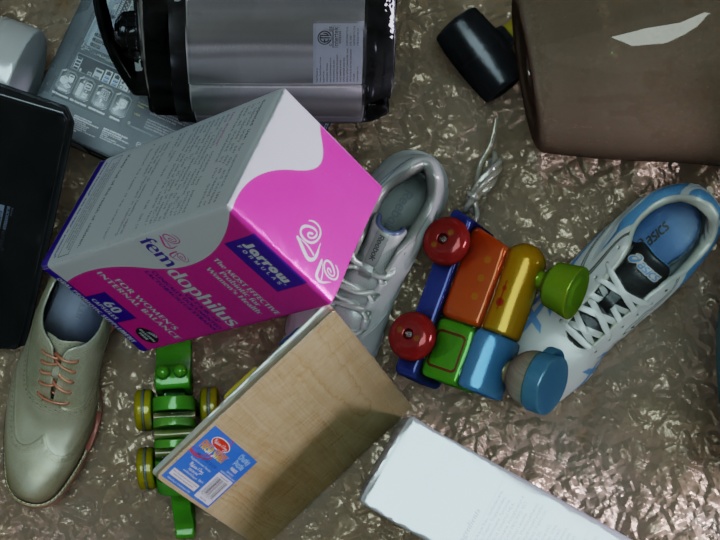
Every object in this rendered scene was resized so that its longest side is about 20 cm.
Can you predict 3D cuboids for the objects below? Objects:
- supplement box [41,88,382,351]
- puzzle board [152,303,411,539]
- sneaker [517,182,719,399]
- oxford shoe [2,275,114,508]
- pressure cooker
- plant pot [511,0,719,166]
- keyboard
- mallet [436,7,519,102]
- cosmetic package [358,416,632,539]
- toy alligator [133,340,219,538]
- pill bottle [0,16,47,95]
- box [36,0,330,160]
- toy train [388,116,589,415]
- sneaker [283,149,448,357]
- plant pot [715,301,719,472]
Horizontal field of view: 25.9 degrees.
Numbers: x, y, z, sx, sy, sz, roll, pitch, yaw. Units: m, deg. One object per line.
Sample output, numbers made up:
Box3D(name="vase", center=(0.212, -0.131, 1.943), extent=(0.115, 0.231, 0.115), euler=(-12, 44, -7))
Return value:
Box3D(name="supplement box", center=(-0.099, -0.028, 1.025), extent=(0.101, 0.200, 0.104), euler=(43, 51, -28))
Box3D(name="puzzle board", center=(-0.048, 0.108, 1.048), extent=(0.151, 0.200, 0.017), euler=(-43, 62, -4))
Box3D(name="sneaker", center=(0.178, 0.014, 1.114), extent=(0.072, 0.072, 0.200), euler=(42, 87, 2))
Box3D(name="oxford shoe", center=(-0.216, 0.070, 1.107), extent=(0.071, 0.074, 0.201), euler=(12, 85, 1))
Box3D(name="pressure cooker", center=(-0.076, -0.184, 1.029), extent=(0.199, 0.179, 0.176), euler=(-1, 87, -2))
Box3D(name="plant pot", center=(0.198, -0.148, 1.067), extent=(0.174, 0.200, 0.201), euler=(-10, 85, 1))
Box3D(name="keyboard", center=(-0.277, -0.042, 1.098), extent=(0.127, 0.021, 0.200), euler=(17, 115, -4))
Box3D(name="mallet", center=(0.141, -0.213, 1.156), extent=(0.066, 0.041, 0.200), euler=(43, 82, 0))
Box3D(name="cosmetic package", center=(0.101, 0.177, 1.085), extent=(0.200, 0.102, 0.074), euler=(31, 85, 2))
Box3D(name="toy alligator", center=(-0.132, 0.091, 1.115), extent=(0.059, 0.054, 0.201), euler=(-3, 85, -1))
Box3D(name="pill bottle", center=(-0.331, -0.164, 1.112), extent=(0.199, 0.111, 0.111), euler=(19, 85, 2))
Box3D(name="box", center=(-0.119, -0.136, 1.139), extent=(0.200, 0.051, 0.158), euler=(23, 85, 3))
Box3D(name="toy train", center=(0.109, -0.004, 1.091), extent=(0.115, 0.085, 0.200), euler=(18, 84, 28))
Box3D(name="sneaker", center=(0.000, 0.000, 1.108), extent=(0.074, 0.087, 0.200), euler=(24, 86, 0))
Box3D(name="plant pot", center=(0.329, 0.034, 1.060), extent=(0.199, 0.200, 0.189), euler=(-6, 73, -1))
